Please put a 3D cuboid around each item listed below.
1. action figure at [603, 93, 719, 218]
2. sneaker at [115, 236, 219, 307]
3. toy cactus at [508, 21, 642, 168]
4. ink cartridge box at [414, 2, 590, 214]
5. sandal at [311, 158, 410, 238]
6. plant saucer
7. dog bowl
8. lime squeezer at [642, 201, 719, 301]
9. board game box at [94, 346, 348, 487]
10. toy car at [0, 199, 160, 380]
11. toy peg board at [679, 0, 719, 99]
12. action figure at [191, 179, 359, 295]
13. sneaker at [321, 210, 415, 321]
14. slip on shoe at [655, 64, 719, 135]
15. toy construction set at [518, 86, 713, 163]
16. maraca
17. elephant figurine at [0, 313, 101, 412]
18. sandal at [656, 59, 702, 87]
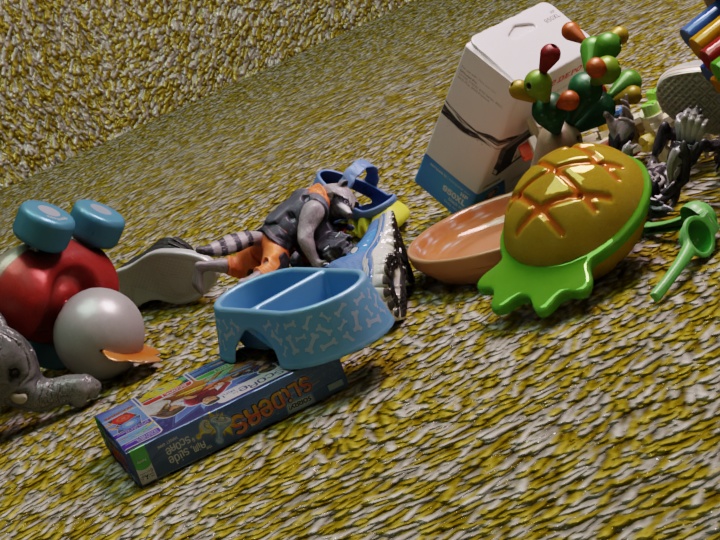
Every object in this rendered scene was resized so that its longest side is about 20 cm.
[{"bbox_3d":[0.278,-0.114,1.543,0.118,0.103,0.199,19,31,37],"label":"action figure"},{"bbox_3d":[-0.215,-0.008,1.914,0.199,0.071,0.099,-13,20,46],"label":"sneaker"},{"bbox_3d":[0.201,-0.161,1.590,0.102,0.166,0.200,31,23,20],"label":"toy cactus"},{"bbox_3d":[0.156,-0.170,1.756,0.144,0.084,0.201,-32,-26,-38],"label":"ink cartridge box"},{"bbox_3d":[-0.031,-0.080,1.908,0.199,0.088,0.079,-10,19,41],"label":"sandal"},{"bbox_3d":[0.144,-0.034,1.596,0.198,0.038,0.200,-19,14,5],"label":"plant saucer"},{"bbox_3d":[-0.056,0.038,1.436,0.111,0.050,0.199,-29,18,-32],"label":"dog bowl"},{"bbox_3d":[0.273,-0.029,1.395,0.070,0.038,0.200,-17,15,12],"label":"lime squeezer"},{"bbox_3d":[-0.123,0.114,1.419,0.199,0.035,0.135,-25,16,-15],"label":"board game box"},{"bbox_3d":[-0.281,0.052,1.707,0.199,0.186,0.177,31,16,22],"label":"toy car"},{"bbox_3d":[0.359,-0.157,1.450,0.098,0.201,0.199,-37,18,-4],"label":"toy peg board"},{"bbox_3d":[-0.074,-0.034,1.770,0.193,0.105,0.200,-38,17,-23],"label":"action figure"},{"bbox_3d":[0.000,0.000,1.585,0.088,0.079,0.200,-15,15,12],"label":"sneaker"},{"bbox_3d":[0.396,-0.177,1.630,0.198,0.075,0.061,0,28,7],"label":"slip on shoe"},{"bbox_3d":[0.262,-0.133,1.708,0.198,0.093,0.131,-9,15,0],"label":"toy construction set"},{"bbox_3d":[0.179,-0.034,1.420,0.136,0.107,0.201,-1,44,42],"label":"maraca"},{"bbox_3d":[-0.388,0.093,1.616,0.199,0.155,0.142,-33,49,1],"label":"elephant figurine"},{"bbox_3d":[0.416,-0.188,1.772,0.201,0.050,0.083,7,43,35],"label":"sandal"}]
